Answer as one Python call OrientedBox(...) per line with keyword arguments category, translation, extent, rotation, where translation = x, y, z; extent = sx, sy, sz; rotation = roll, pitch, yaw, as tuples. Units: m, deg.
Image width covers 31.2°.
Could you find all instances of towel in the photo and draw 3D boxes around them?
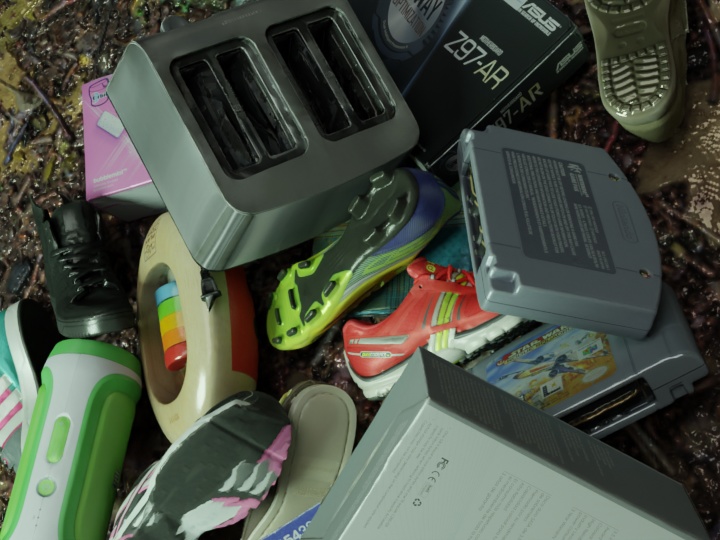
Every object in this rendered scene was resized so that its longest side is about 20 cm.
OrientedBox(category="towel", translation=(0.031, -0.057, 1.050), extent=(0.145, 0.022, 0.202), rotation=(-2, 71, 23))

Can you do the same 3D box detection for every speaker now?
OrientedBox(category="speaker", translation=(-0.229, 0.160, 1.016), extent=(0.088, 0.089, 0.202), rotation=(-4, 61, 24))

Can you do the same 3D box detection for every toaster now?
OrientedBox(category="toaster", translation=(-0.073, -0.106, 0.981), extent=(0.180, 0.119, 0.201), rotation=(-24, 78, -26))

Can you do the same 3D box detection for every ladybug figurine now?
OrientedBox(category="ladybug figurine", translation=(-0.130, 0.045, 1.045), extent=(0.136, 0.071, 0.202), rotation=(-33, 62, 53))

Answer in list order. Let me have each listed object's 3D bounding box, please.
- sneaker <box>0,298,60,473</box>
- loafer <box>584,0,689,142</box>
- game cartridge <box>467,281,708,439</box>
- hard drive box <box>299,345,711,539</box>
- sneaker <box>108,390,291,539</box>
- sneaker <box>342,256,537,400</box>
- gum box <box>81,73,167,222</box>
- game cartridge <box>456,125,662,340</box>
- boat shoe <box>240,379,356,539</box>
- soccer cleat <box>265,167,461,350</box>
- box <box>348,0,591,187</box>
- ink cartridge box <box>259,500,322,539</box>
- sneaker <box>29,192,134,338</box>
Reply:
OrientedBox(category="sneaker", translation=(-0.313, 0.136, 1.110), extent=(0.120, 0.084, 0.202), rotation=(-23, 66, 18))
OrientedBox(category="loafer", translation=(0.211, -0.179, 0.981), extent=(0.075, 0.068, 0.202), rotation=(-5, 55, 22))
OrientedBox(category="game cartridge", translation=(0.138, 0.080, 0.900), extent=(0.199, 0.042, 0.133), rotation=(-29, 23, 14))
OrientedBox(category="hard drive box", translation=(0.083, 0.166, 0.782), extent=(0.199, 0.077, 0.157), rotation=(29, 107, -11))
OrientedBox(category="sneaker", translation=(-0.135, 0.160, 0.970), extent=(0.200, 0.080, 0.086), rotation=(-46, 23, 12))
OrientedBox(category="sneaker", translation=(0.071, 0.023, 0.951), extent=(0.199, 0.077, 0.086), rotation=(-29, 81, 15))
OrientedBox(category="gum box", translation=(-0.142, -0.127, 1.125), extent=(0.198, 0.066, 0.115), rotation=(-14, 69, 20))
OrientedBox(category="game cartridge", translation=(0.140, -0.029, 0.905), extent=(0.132, 0.041, 0.201), rotation=(8, 37, -7))
OrientedBox(category="boat shoe", translation=(-0.055, 0.182, 0.988), extent=(0.059, 0.071, 0.202), rotation=(-169, 94, -70))
OrientedBox(category="soccer cleat", translation=(0.000, 0.000, 0.988), extent=(0.200, 0.083, 0.065), rotation=(-46, 50, 32))
OrientedBox(category="box", translation=(0.062, -0.183, 1.047), extent=(0.160, 0.044, 0.200), rotation=(-42, 56, 2))
OrientedBox(category="ink cartridge box", translation=(0.056, 0.219, 0.864), extent=(0.196, 0.201, 0.043), rotation=(-34, 19, 12))
OrientedBox(category="sneaker", translation=(-0.240, -0.009, 1.091), extent=(0.200, 0.059, 0.105), rotation=(-163, 65, -67))
